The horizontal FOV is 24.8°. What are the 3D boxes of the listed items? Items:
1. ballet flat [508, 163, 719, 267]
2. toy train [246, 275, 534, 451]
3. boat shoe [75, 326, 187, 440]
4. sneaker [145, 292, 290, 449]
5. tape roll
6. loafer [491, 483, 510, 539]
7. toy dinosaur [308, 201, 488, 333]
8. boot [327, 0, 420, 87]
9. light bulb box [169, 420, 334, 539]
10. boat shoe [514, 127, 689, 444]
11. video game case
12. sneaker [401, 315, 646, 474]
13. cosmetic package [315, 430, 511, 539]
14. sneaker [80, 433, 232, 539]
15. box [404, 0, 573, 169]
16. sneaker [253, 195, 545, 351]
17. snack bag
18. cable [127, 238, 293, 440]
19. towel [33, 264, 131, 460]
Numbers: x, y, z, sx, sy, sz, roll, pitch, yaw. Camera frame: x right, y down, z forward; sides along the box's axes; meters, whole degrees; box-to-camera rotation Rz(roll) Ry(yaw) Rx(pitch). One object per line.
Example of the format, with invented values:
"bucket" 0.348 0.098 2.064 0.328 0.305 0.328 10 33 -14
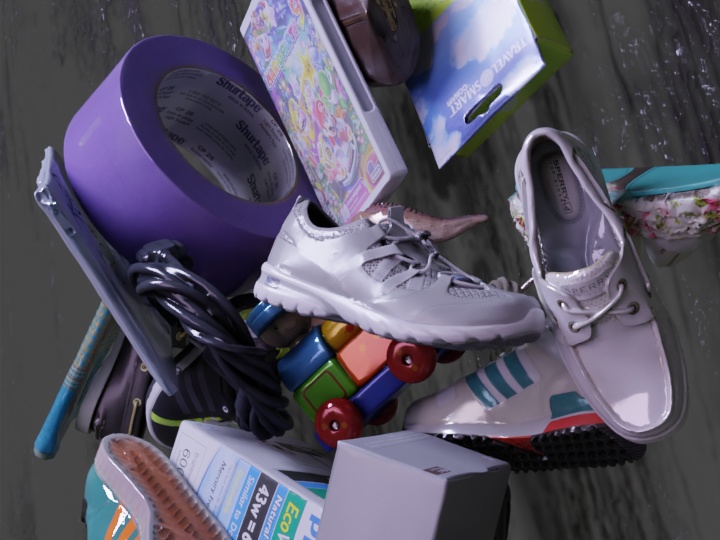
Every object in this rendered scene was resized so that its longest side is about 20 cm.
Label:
"ballet flat" 0.178 -0.034 1.045 0.200 0.076 0.064 2 112 53
"toy train" 0.021 0.019 1.093 0.200 0.085 0.116 -44 82 21
"boat shoe" -0.181 0.058 1.423 0.072 0.060 0.202 -42 -24 -87
"sneaker" -0.113 0.100 1.306 0.200 0.072 0.083 -54 46 41
"tape roll" -0.127 -0.083 1.290 0.085 0.200 0.200 -43 51 34
"loafer" 0.067 0.232 1.102 0.072 0.063 0.201 14 95 27
"toy dinosaur" 0.000 0.000 1.210 0.200 0.086 0.136 -49 48 29
"boot" -0.021 -0.220 1.241 0.200 0.064 0.187 173 79 -72
"light bulb box" -0.059 0.238 1.184 0.200 0.125 0.199 22 96 50
"boat shoe" 0.136 0.009 0.973 0.071 0.069 0.200 -25 79 12
"video game case" -0.032 -0.132 1.240 0.200 0.018 0.143 65 158 12
"sneaker" 0.114 0.079 1.085 0.199 0.070 0.094 -10 57 48
"cosmetic package" 0.020 0.208 1.033 0.090 0.107 0.201 13 93 27
"sneaker" -0.144 0.201 1.147 0.200 0.071 0.080 48 120 50
"box" 0.077 -0.181 1.200 0.122 0.048 0.200 -44 50 33
"sneaker" 0.023 0.001 1.015 0.199 0.075 0.082 13 90 28
"snack bag" -0.194 0.002 1.247 0.021 0.189 0.200 -31 16 -1
"cable" -0.105 0.054 1.150 0.051 0.163 0.200 -33 12 -10
"towel" -0.227 0.060 1.442 0.200 0.022 0.147 -63 4 14
